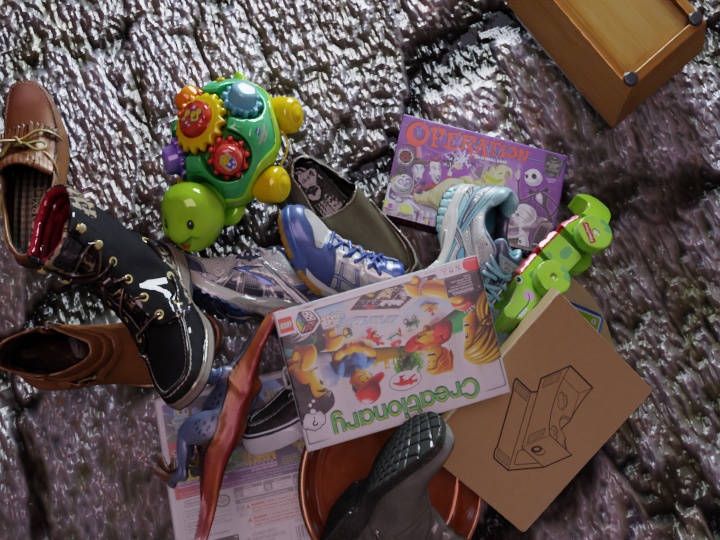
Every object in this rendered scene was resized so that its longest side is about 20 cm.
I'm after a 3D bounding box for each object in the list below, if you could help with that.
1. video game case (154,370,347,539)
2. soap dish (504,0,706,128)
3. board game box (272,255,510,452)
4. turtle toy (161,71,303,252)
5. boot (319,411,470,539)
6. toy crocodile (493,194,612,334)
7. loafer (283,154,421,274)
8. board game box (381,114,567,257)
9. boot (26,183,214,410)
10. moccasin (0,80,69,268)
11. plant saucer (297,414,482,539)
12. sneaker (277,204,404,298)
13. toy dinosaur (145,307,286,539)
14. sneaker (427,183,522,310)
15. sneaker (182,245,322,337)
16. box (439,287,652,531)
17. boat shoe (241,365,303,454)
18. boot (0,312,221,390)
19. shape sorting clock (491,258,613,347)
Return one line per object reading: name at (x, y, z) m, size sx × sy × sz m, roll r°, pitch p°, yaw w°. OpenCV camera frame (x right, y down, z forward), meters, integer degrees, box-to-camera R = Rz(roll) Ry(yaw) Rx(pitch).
video game case at (-0.104, 0.205, 0.792) m, size 0.194 × 0.023 × 0.188 m, roll -12°, pitch 80°, yaw -4°
soap dish at (0.288, -0.294, 0.881) m, size 0.156 × 0.081 × 0.201 m, roll -38°, pitch 84°, yaw -9°
board game box at (0.028, 0.075, 0.699) m, size 0.195 × 0.035 × 0.130 m, roll -16°, pitch 91°, yaw -4°
turtle toy at (-0.149, -0.115, 0.787) m, size 0.142 × 0.101 × 0.206 m, roll 3°, pitch 76°, yaw 30°
boot at (0.059, 0.220, 0.683) m, size 0.129 × 0.201 × 0.068 m, roll 33°, pitch 35°, yaw -5°
toy crocodile at (0.201, -0.008, 0.795) m, size 0.062 × 0.068 × 0.199 m, roll 43°, pitch 65°, yaw 11°
loafer at (-0.015, -0.050, 0.822) m, size 0.199 × 0.070 × 0.076 m, roll 40°, pitch 79°, yaw 5°
board game box at (0.129, -0.094, 0.861) m, size 0.194 × 0.032 × 0.123 m, roll 13°, pitch 74°, yaw 0°
boot at (-0.207, 0.018, 0.659) m, size 0.073 × 0.150 × 0.202 m, roll -38°, pitch 44°, yaw 14°
moccasin at (-0.357, -0.107, 0.813) m, size 0.071 × 0.078 × 0.208 m, roll 0°, pitch 79°, yaw -3°
plant saucer at (0.031, 0.215, 0.775) m, size 0.194 × 0.032 × 0.207 m, roll 3°, pitch 79°, yaw -16°
sneaker at (0.000, 0.000, 0.775) m, size 0.087 × 0.076 × 0.201 m, roll -30°, pitch 114°, yaw 25°
toy dinosaur at (-0.114, 0.129, 0.726) m, size 0.182 × 0.104 × 0.201 m, roll -46°, pitch 56°, yaw 15°
sneaker at (0.114, 0.003, 0.763) m, size 0.085 × 0.077 × 0.206 m, roll -6°, pitch 69°, yaw 39°
sneaker at (-0.116, 0.012, 0.812) m, size 0.195 × 0.077 × 0.087 m, roll 21°, pitch 68°, yaw -6°
box at (0.177, 0.144, 0.759) m, size 0.163 × 0.021 × 0.201 m, roll 40°, pitch 94°, yaw -20°
boat shoe at (-0.043, 0.104, 0.745) m, size 0.196 × 0.074 × 0.069 m, roll -31°, pitch 105°, yaw 9°
boot at (-0.240, 0.072, 0.743) m, size 0.194 × 0.155 × 0.079 m, roll -5°, pitch 78°, yaw -4°
shape sorting clock at (0.179, 0.086, 0.820) m, size 0.194 × 0.039 × 0.206 m, roll 2°, pitch 76°, yaw -6°
